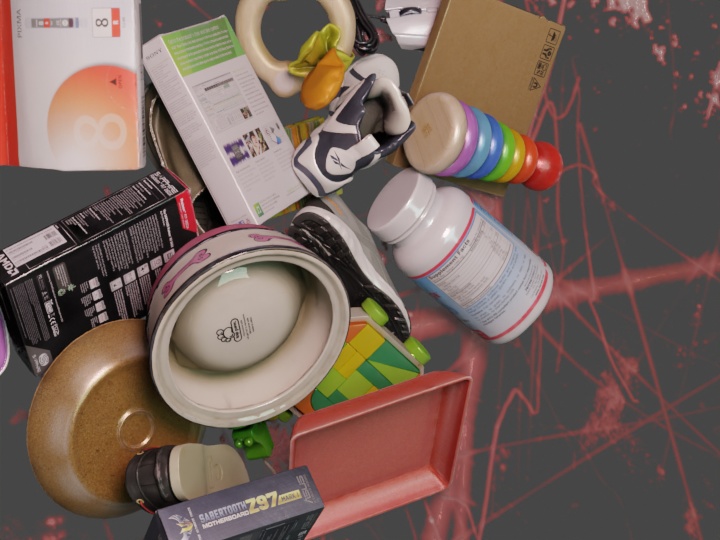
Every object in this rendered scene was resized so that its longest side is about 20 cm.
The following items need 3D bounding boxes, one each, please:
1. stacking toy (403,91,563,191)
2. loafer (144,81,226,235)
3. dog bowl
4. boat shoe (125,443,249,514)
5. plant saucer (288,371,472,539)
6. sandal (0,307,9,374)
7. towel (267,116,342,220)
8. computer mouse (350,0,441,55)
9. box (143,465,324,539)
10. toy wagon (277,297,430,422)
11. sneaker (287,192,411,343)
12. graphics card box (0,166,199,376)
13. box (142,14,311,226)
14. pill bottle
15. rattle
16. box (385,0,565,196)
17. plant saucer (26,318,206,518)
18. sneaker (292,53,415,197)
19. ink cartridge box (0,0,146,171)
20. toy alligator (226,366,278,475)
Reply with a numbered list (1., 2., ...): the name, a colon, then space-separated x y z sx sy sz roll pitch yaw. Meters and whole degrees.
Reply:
1. stacking toy: 0.141 -0.129 1.547 0.198 0.085 0.087 11 86 -41
2. loafer: -0.154 -0.095 1.419 0.075 0.069 0.202 -29 106 -23
3. dog bowl: -0.113 0.045 1.354 0.198 0.074 0.202 -15 129 -19
4. boat shoe: -0.161 0.207 1.402 0.201 0.062 0.075 37 45 -66
5. plant saucer: 0.010 0.185 1.477 0.197 0.037 0.201 -17 141 -19
6. sandal: -0.380 0.010 1.333 0.082 0.050 0.205 -23 102 -24
7. towel: -0.112 -0.090 1.489 0.198 0.018 0.087 -22 100 -25
8. computer mouse: 0.062 -0.274 1.548 0.198 0.044 0.111 3 64 -30
9. box: -0.135 0.268 1.386 0.156 0.201 0.051 -15 62 -27
10. toy wagon: -0.027 0.100 1.484 0.155 0.040 0.200 -45 118 6
11. sneaker: 0.000 0.000 1.519 0.201 0.073 0.080 59 31 -26
12. graphics card box: -0.246 0.001 1.369 0.199 0.051 0.126 -31 140 -23
13. box: -0.128 -0.144 1.411 0.202 0.036 0.144 64 26 -6
14. pill bottle: 0.105 -0.018 1.551 0.199 0.108 0.109 39 74 -22
15. rattle: -0.087 -0.264 1.425 0.202 0.129 0.143 70 26 -18
16. box: 0.126 -0.193 1.565 0.162 0.021 0.202 13 103 -34
17. plant saucer: -0.223 0.149 1.396 0.198 0.035 0.203 -11 109 -35
18. sneaker: 0.020 -0.167 1.468 0.080 0.129 0.200 53 46 -15
19. ink cartridge box: -0.298 -0.174 1.322 0.197 0.050 0.165 -2 100 -5
20. toy alligator: -0.116 0.151 1.456 0.054 0.059 0.203 -30 107 -61
